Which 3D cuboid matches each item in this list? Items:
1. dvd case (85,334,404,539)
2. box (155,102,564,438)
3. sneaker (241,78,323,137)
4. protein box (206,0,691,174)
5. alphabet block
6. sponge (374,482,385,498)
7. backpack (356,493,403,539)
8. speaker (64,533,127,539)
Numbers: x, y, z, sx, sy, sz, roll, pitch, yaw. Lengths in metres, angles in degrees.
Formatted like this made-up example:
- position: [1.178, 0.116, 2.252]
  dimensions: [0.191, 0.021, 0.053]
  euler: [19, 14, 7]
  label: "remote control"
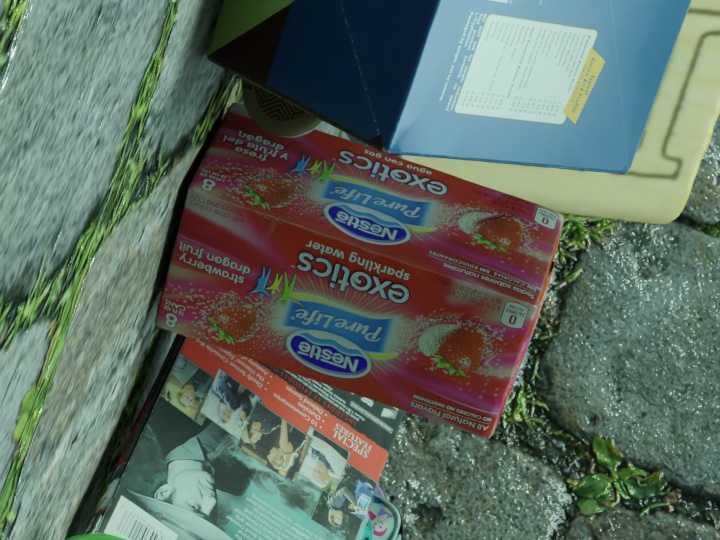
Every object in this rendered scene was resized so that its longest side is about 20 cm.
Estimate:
- position: [-0.063, 0.114, 1.703]
  dimensions: [0.022, 0.146, 0.200]
  euler: [-39, -158, 46]
  label: "dvd case"
- position: [0.000, 0.000, 1.640]
  dimensions: [0.096, 0.199, 0.100]
  euler: [-68, 176, -53]
  label: "box"
- position: [-0.009, -0.167, 1.644]
  dimensions: [0.112, 0.071, 0.201]
  euler: [7, 101, -83]
  label: "sneaker"
- position: [0.062, -0.167, 1.509]
  dimensions: [0.200, 0.135, 0.199]
  euler: [2, 112, -50]
  label: "protein box"
- position: [0.100, -0.162, 1.792]
  dimensions: [0.196, 0.199, 0.197]
  euler: [-118, -140, -53]
  label: "alphabet block"
- position: [-0.076, 0.207, 2.005]
  dimensions: [0.199, 0.030, 0.112]
  euler: [-24, 161, -12]
  label: "sponge"
- position: [-0.077, 0.202, 1.789]
  dimensions: [0.151, 0.177, 0.200]
  euler: [80, 32, -48]
  label: "backpack"
- position: [-0.137, 0.199, 1.566]
  dimensions: [0.200, 0.088, 0.089]
  euler: [101, 9, -69]
  label: "speaker"
